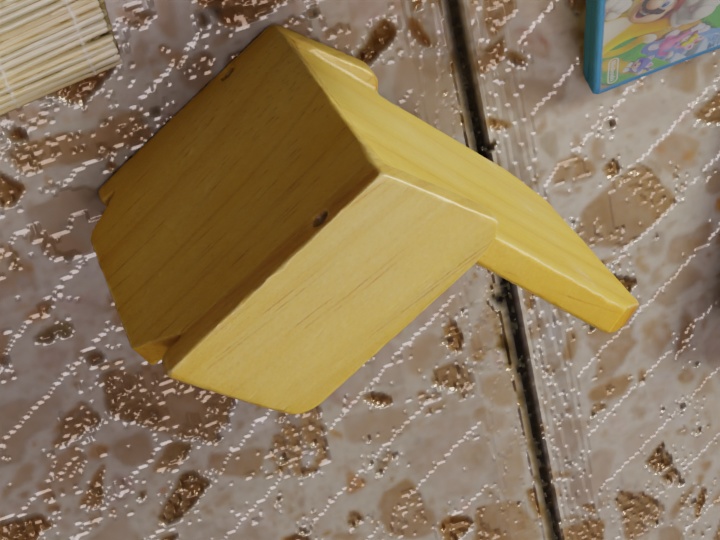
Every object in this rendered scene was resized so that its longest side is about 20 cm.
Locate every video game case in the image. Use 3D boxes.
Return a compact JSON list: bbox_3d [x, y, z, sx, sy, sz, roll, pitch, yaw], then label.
[{"bbox_3d":[0.211,-0.164,0.958,0.199,0.018,0.143,-21,155,-4],"label":"video game case"}]

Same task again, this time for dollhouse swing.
[{"bbox_3d":[0.000,0.000,0.915,0.182,0.200,0.176,-43,121,5],"label":"dollhouse swing"}]

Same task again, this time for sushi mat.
[{"bbox_3d":[-0.219,-0.102,0.900,0.199,0.012,0.096,-25,119,-5],"label":"sushi mat"}]
